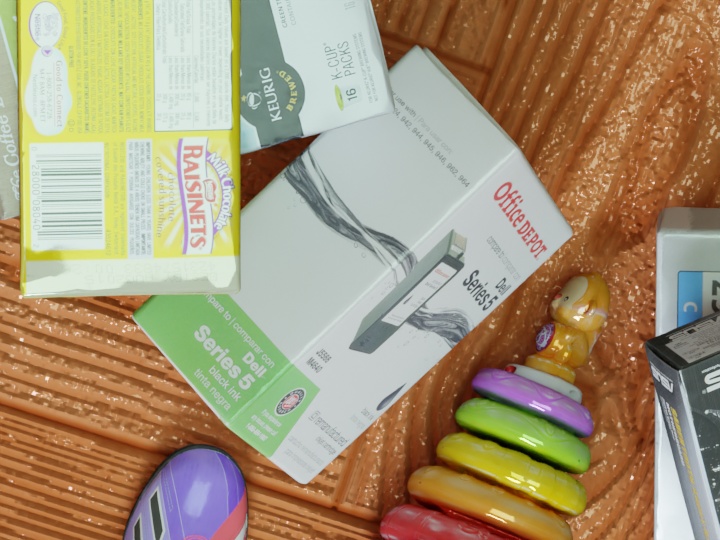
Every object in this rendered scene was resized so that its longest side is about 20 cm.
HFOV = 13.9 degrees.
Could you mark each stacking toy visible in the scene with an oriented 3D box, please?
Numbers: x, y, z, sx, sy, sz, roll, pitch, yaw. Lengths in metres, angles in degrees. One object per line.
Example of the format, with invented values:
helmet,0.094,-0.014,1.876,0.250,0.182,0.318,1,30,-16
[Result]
stacking toy,0.087,0.092,1.570,0.109,0.116,0.201,24,84,-15

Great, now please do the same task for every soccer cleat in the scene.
soccer cleat,-0.106,0.191,1.560,0.068,0.073,0.201,20,96,-12

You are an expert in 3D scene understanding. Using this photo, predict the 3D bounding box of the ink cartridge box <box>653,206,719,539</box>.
ink cartridge box,0.245,0.068,1.578,0.175,0.045,0.201,0,108,7

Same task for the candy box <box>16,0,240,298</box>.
candy box,-0.105,-0.088,1.330,0.102,0.026,0.201,-1,101,-11

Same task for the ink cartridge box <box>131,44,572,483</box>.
ink cartridge box,0.000,0.000,1.501,0.200,0.146,0.084,-43,68,0

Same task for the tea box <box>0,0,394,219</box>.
tea box,-0.106,-0.125,1.440,0.196,0.200,0.134,-17,103,-7

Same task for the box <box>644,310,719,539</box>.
box,0.260,0.076,1.535,0.199,0.048,0.159,-21,112,-12
